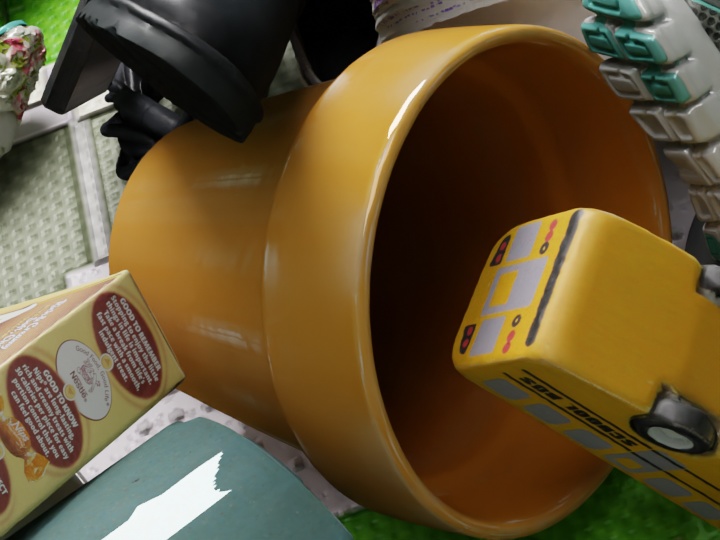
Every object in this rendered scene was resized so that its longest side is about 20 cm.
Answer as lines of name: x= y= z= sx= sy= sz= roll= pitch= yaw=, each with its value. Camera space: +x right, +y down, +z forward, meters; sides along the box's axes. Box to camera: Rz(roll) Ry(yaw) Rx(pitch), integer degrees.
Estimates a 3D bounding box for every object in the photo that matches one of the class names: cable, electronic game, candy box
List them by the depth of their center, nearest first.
candy box: x=-0.170 y=0.076 z=0.711 sx=0.115 sy=0.055 sz=0.200 roll=-15 pitch=17 yaw=39
electronic game: x=-0.105 y=-0.166 z=0.893 sx=0.042 sy=0.200 sz=0.200 roll=22 pitch=57 yaw=-10
cable: x=-0.087 y=-0.116 z=0.950 sx=0.163 sy=0.051 sz=0.200 roll=-46 pitch=33 yaw=35

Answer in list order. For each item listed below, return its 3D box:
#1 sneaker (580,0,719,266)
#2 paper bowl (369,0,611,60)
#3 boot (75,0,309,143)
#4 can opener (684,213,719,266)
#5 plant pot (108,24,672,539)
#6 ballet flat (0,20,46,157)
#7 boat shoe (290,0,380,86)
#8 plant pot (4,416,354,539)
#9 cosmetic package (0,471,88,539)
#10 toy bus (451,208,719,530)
sneaker: x=0.172 y=-0.050 z=0.755 sx=0.091 sy=0.200 sz=0.078 roll=-35 pitch=18 yaw=-11
paper bowl: x=0.103 y=-0.134 z=0.870 sx=0.200 sy=0.201 sz=0.105 roll=-13 pitch=90 yaw=10
boot: x=-0.031 y=-0.139 z=0.746 sx=0.168 sy=0.076 sz=0.200 roll=-53 pitch=9 yaw=1
can opener: x=0.190 y=-0.071 z=0.805 sx=0.053 sy=0.066 sz=0.200 roll=22 pitch=101 yaw=50
plant pot: x=0.000 y=0.000 z=0.804 sx=0.183 sy=0.200 sz=0.200 roll=4 pitch=54 yaw=42
ballet flat: x=-0.233 y=-0.048 z=1.001 sx=0.200 sy=0.076 sz=0.064 roll=-38 pitch=82 yaw=-5
boat shoe: x=-0.005 y=-0.137 z=0.971 sx=0.074 sy=0.073 sz=0.200 roll=-21 pitch=50 yaw=4
plant pot: x=-0.090 y=0.169 z=0.703 sx=0.196 sy=0.200 sz=0.200 roll=-41 pitch=51 yaw=-23
cosmetic package: x=-0.185 y=0.097 z=0.859 sx=0.101 sy=0.071 sz=0.200 roll=-39 pitch=52 yaw=-11
toy bus: x=0.138 y=0.054 z=0.716 sx=0.078 sy=0.200 sz=0.065 roll=-18 pitch=45 yaw=59
